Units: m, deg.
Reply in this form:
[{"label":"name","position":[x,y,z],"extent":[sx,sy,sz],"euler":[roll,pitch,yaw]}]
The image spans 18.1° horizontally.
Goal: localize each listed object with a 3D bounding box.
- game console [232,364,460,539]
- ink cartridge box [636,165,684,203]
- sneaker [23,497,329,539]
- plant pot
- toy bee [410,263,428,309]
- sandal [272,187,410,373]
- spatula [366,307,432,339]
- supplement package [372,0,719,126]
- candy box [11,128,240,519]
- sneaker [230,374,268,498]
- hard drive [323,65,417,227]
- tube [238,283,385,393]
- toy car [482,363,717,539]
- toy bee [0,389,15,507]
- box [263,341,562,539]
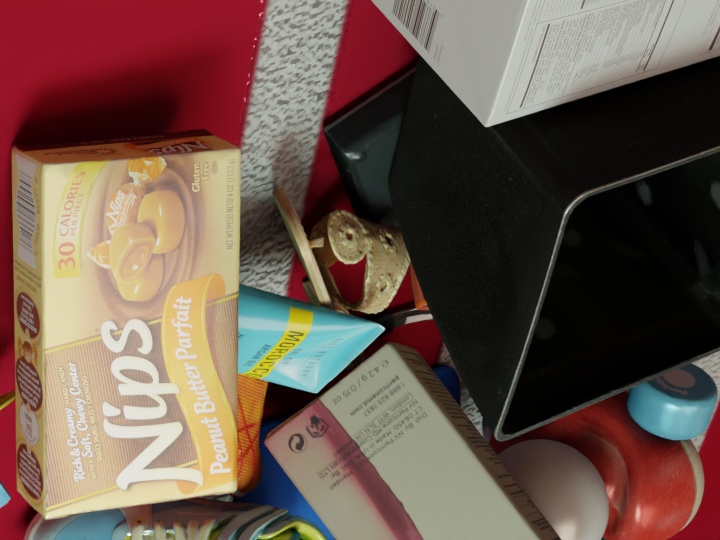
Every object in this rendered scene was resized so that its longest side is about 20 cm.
[{"label":"game console","position":[-0.030,0.164,1.646],"extent":[0.200,0.119,0.171],"euler":[-15,172,-33]},{"label":"ink cartridge box","position":[0.247,-0.146,1.437],"extent":[0.200,0.087,0.145],"euler":[-21,140,-39]},{"label":"sneaker","position":[-0.107,0.180,1.448],"extent":[0.200,0.131,0.080],"euler":[2,89,-25]},{"label":"plant pot","position":[0.127,-0.053,1.318],"extent":[0.199,0.177,0.200],"euler":[-19,142,-28]},{"label":"toy bee","position":[0.133,-0.008,1.504],"extent":[0.109,0.131,0.200],"euler":[-18,-173,43]},{"label":"sandal","position":[-0.002,-0.005,1.399],"extent":[0.070,0.078,0.212],"euler":[-22,154,-3]},{"label":"spatula","position":[0.037,0.034,1.545],"extent":[0.200,0.021,0.057],"euler":[-17,131,-28]},{"label":"supplement package","position":[0.121,-0.200,1.212],"extent":[0.200,0.152,0.151],"euler":[-18,143,-30]},{"label":"candy box","position":[-0.128,0.029,1.238],"extent":[0.115,0.055,0.200],"euler":[-6,107,-26]},{"label":"sneaker","position":[-0.083,0.081,1.433],"extent":[0.077,0.073,0.200],"euler":[-31,148,-11]},{"label":"hard drive","position":[0.078,-0.097,1.412],"extent":[0.200,0.033,0.140],"euler":[-35,148,-8]},{"label":"tube","position":[-0.088,0.029,1.323],"extent":[0.200,0.050,0.077],"euler":[16,143,-31]},{"label":"toy car","position":[0.129,0.150,1.614],"extent":[0.200,0.177,0.185],"euler":[-23,137,-45]},{"label":"toy bee","position":[-0.253,0.126,1.310],"extent":[0.131,0.109,0.200],"euler":[-16,117,-20]},{"label":"box","position":[0.045,0.158,1.480],"extent":[0.109,0.200,0.128],"euler":[-38,170,4]}]
